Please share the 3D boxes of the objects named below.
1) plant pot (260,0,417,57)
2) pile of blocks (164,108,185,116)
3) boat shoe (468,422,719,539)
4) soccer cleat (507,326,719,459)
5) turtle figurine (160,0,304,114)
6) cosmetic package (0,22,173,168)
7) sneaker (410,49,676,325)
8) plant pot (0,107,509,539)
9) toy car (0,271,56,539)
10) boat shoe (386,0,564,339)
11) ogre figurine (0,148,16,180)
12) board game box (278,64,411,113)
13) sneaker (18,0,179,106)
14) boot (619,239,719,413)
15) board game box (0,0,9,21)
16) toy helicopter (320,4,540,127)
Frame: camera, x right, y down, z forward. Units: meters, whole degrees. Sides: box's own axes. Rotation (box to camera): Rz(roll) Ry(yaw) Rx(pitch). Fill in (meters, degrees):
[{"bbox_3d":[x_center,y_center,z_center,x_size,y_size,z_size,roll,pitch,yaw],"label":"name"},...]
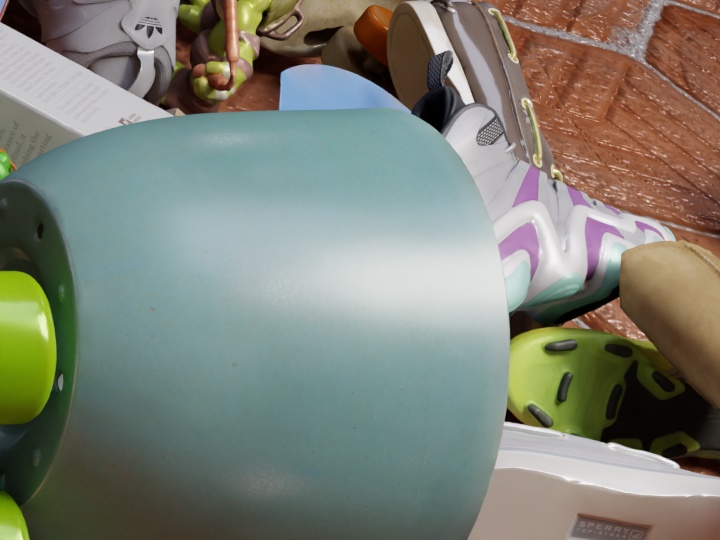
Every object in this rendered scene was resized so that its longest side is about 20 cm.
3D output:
[{"bbox_3d":[-0.046,-0.228,1.712,0.200,0.201,0.184,8,36,-35],"label":"plant pot"},{"bbox_3d":[-0.061,-0.026,1.467,0.062,0.082,0.200,-12,-11,36],"label":"pile of blocks"},{"bbox_3d":[0.123,0.111,1.359,0.200,0.072,0.069,8,28,-16],"label":"boat shoe"},{"bbox_3d":[0.144,0.063,1.491,0.200,0.065,0.084,7,6,-30],"label":"soccer cleat"},{"bbox_3d":[-0.057,-0.156,1.552,0.064,0.161,0.200,13,63,-14],"label":"turtle figurine"},{"bbox_3d":[-0.197,-0.067,1.346,0.200,0.102,0.074,30,24,5],"label":"cosmetic package"},{"bbox_3d":[0.071,-0.043,1.444,0.200,0.078,0.140,-11,75,-51],"label":"sneaker"},{"bbox_3d":[-0.065,0.031,1.122,0.161,0.201,0.201,4,32,-31],"label":"plant pot"},{"bbox_3d":[-0.226,0.045,1.074,0.164,0.158,0.200,0,16,-29],"label":"toy car"},{"bbox_3d":[0.073,-0.055,1.550,0.059,0.072,0.200,-9,65,-26],"label":"boat shoe"},{"bbox_3d":[-0.194,-0.009,1.232,0.200,0.098,0.120,30,18,-6],"label":"ogre figurine"},{"bbox_3d":[0.000,0.000,1.433,0.158,0.039,0.200,34,43,-36],"label":"board game box"},{"bbox_3d":[-0.155,-0.137,1.563,0.075,0.115,0.200,10,-5,-33],"label":"sneaker"},{"bbox_3d":[0.178,0.055,1.353,0.175,0.066,0.200,31,14,-50],"label":"boot"},{"bbox_3d":[-0.270,-0.160,1.449,0.200,0.019,0.103,18,45,-4],"label":"board game box"},{"bbox_3d":[0.061,-0.068,1.663,0.200,0.079,0.132,40,17,4],"label":"toy helicopter"}]
